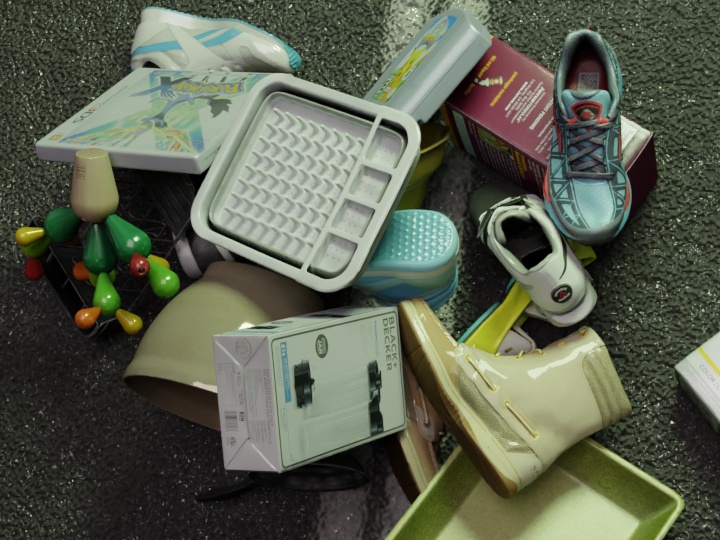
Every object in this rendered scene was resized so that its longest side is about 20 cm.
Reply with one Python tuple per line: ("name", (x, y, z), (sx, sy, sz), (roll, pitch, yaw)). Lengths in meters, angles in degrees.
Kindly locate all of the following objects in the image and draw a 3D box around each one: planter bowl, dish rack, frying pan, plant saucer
("planter bowl", (-0.001, -0.079, 1.436), (0.198, 0.201, 0.084), (-9, 107, 12))
("planter bowl", (-0.109, 0.074, 1.375), (0.198, 0.200, 0.136), (12, 73, 18))
("dish rack", (-0.251, -0.049, 1.493), (0.200, 0.054, 0.154), (-51, 63, 28))
("frying pan", (-0.068, 0.199, 1.395), (0.190, 0.114, 0.031), (-29, 53, 54))
("dish rack", (-0.045, -0.077, 1.309), (0.199, 0.043, 0.173), (23, 84, 33))
("plant saucer", (0.155, 0.236, 1.310), (0.199, 0.048, 0.200), (32, 66, 22))

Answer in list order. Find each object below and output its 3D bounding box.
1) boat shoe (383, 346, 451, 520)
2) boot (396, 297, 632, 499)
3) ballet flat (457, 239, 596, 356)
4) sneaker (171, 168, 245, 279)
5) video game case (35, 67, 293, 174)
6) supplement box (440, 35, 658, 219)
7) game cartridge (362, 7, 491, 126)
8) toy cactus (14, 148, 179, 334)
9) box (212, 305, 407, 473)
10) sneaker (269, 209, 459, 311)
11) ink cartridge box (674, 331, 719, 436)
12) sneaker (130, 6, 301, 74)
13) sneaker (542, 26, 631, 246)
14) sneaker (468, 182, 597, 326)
("boat shoe", (0.053, 0.140, 1.377), (0.064, 0.071, 0.202), (-17, 79, -14))
("boot", (0.137, 0.084, 1.324), (0.155, 0.073, 0.201), (-30, 73, -13))
("ballet flat", (0.153, 0.042, 1.389), (0.067, 0.067, 0.201), (36, 83, 12))
("sneaker", (-0.149, -0.099, 1.519), (0.111, 0.073, 0.202), (-17, 76, 5))
("video game case", (-0.191, -0.152, 1.444), (0.198, 0.022, 0.182), (7, 35, 29))
("supplement box", (0.182, -0.128, 1.411), (0.199, 0.110, 0.086), (35, 82, 22))
("game cartridge", (0.063, -0.196, 1.427), (0.040, 0.200, 0.133), (44, 90, -13))
("toy cactus", (-0.260, -0.032, 1.392), (0.199, 0.102, 0.167), (20, 120, 41))
("box", (-0.039, 0.098, 1.261), (0.060, 0.199, 0.118), (-3, 93, 33))
("sneaker", (0.000, 0.000, 1.372), (0.198, 0.131, 0.080), (5, 64, 15))
("ink cartridge box", (0.393, 0.074, 1.313), (0.199, 0.059, 0.104), (-37, 67, 1))
("sneaker", (-0.155, -0.225, 1.561), (0.198, 0.076, 0.082), (11, 82, 26))
("sneaker", (0.195, -0.122, 1.293), (0.079, 0.096, 0.202), (-5, 69, 11))
("sneaker", (0.147, -0.039, 1.345), (0.074, 0.089, 0.200), (-39, 39, 3))
